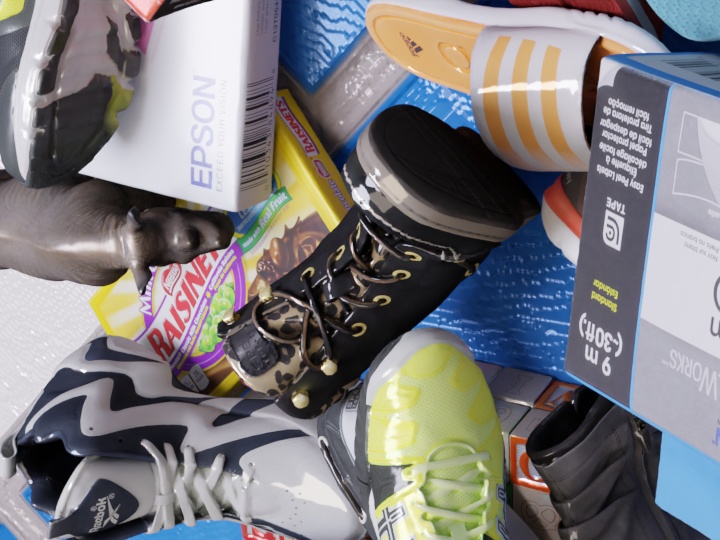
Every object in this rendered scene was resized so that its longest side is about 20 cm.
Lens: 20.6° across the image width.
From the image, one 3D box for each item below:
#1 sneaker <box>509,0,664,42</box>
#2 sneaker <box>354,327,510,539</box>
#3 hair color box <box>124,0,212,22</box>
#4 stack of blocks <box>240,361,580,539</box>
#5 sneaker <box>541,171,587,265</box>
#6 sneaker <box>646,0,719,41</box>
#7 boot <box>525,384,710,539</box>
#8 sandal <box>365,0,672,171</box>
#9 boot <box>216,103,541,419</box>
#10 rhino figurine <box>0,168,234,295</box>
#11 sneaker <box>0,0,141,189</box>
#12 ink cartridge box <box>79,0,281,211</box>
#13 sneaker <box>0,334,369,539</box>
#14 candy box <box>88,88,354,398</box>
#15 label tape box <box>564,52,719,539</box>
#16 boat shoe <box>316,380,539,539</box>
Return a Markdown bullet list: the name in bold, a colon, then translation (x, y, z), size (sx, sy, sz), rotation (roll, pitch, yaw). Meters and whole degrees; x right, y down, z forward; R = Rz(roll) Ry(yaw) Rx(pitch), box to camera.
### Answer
- **sneaker**: translation (0.094, -0.183, 0.850), size (0.078, 0.116, 0.200), rotation (19, 162, 44)
- **sneaker**: translation (0.044, 0.125, 0.902), size (0.076, 0.075, 0.202), rotation (-156, 58, -66)
- **hair color box**: translation (-0.036, -0.206, 0.867), size (0.061, 0.101, 0.200), rotation (43, 114, 4)
- **stack of blocks**: translation (0.029, 0.106, 1.060), size (0.198, 0.059, 0.116), rotation (12, 121, 27)
- **sneaker**: translation (0.160, -0.002, 0.881), size (0.200, 0.077, 0.082), rotation (45, 121, 30)
- **sneaker**: translation (0.190, -0.153, 0.750), size (0.080, 0.130, 0.200), rotation (56, 166, -16)
- **boot**: translation (0.106, 0.137, 0.939), size (0.069, 0.200, 0.133), rotation (-11, 113, 35)
- **sandal**: translation (0.068, -0.077, 0.896), size (0.206, 0.059, 0.079), rotation (18, 155, 46)
- **boot**: translation (0.000, 0.000, 0.903), size (0.150, 0.200, 0.073), rotation (-43, 83, 13)
- **rhino figurine**: translation (-0.140, -0.021, 1.052), size (0.199, 0.087, 0.060), rotation (9, 105, 44)
- **sneaker**: translation (-0.157, -0.143, 0.970), size (0.084, 0.074, 0.202), rotation (14, 102, 33)
- **ink cartridge box**: translation (-0.132, -0.146, 1.013), size (0.198, 0.043, 0.198), rotation (13, 112, 25)
- **sneaker**: translation (-0.098, 0.113, 1.020), size (0.198, 0.130, 0.080), rotation (28, 128, 16)
- **candy box**: translation (-0.072, 0.003, 1.072), size (0.200, 0.026, 0.103), rotation (-46, 68, 40)
- **label tape box**: translation (0.146, 0.029, 0.771), size (0.144, 0.063, 0.202), rotation (31, 120, 56)
- **boat shoe**: translation (0.046, 0.142, 0.994), size (0.056, 0.068, 0.201), rotation (-22, 100, 55)
